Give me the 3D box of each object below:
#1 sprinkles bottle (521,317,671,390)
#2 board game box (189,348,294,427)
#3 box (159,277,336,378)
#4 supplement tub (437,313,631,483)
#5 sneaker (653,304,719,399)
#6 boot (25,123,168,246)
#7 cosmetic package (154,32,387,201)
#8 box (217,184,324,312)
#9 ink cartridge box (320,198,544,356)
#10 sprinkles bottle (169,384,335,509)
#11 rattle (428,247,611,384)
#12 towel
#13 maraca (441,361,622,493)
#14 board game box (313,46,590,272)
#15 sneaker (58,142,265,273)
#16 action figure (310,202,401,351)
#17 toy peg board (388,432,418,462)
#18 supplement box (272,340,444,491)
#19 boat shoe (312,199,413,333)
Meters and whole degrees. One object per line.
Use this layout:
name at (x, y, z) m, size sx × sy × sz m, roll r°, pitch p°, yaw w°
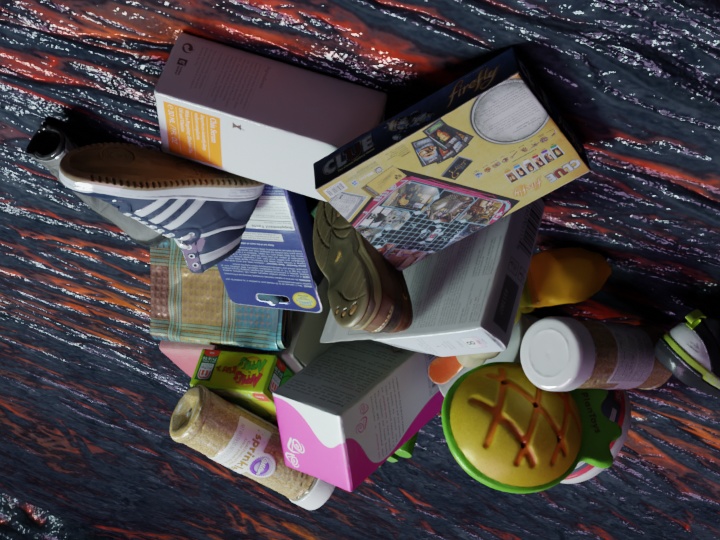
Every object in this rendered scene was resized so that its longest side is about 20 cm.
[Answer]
sprinkles bottle at (0.239, 0.084, 1.206) m, size 0.068 × 0.069 × 0.199 m, roll -7°, pitch 172°, yaw 40°
board game box at (-0.103, 0.161, 1.418) m, size 0.100 × 0.048 × 0.200 m, roll 3°, pitch 150°, yaw 29°
box at (-0.117, 0.067, 1.446) m, size 0.198 × 0.129 × 0.109 m, roll 0°, pitch 149°, yaw 31°
supplement tub at (0.195, 0.137, 1.361) m, size 0.199 × 0.142 × 0.140 m, roll 36°, pitch 149°, yaw -31°
sneaker at (0.373, 0.083, 1.221) m, size 0.199 × 0.083 × 0.072 m, roll 18°, pitch -157°, yaw -48°
boot at (-0.271, -0.093, 1.271) m, size 0.199 × 0.070 × 0.131 m, roll 11°, pitch 156°, yaw 49°
cosmetic package at (-0.081, -0.133, 1.109) m, size 0.198 × 0.072 × 0.102 m, roll 16°, pitch 153°, yaw 4°
box at (-0.108, -0.046, 1.268) m, size 0.120 × 0.033 × 0.202 m, roll 5°, pitch 129°, yaw 25°
ink cartridge box at (0.069, 0.004, 1.165) m, size 0.199 × 0.164 × 0.057 m, roll -12°, pitch 140°, yaw 44°
sprinkles bottle at (-0.118, 0.201, 1.371) m, size 0.199 × 0.069 × 0.068 m, roll 33°, pitch 150°, yaw -28°
rattle at (0.154, 0.044, 1.264) m, size 0.141 × 0.131 × 0.201 m, roll -18°, pitch 142°, yaw -20°
towel at (-0.162, 0.013, 1.375) m, size 0.198 × 0.149 × 0.022 m, roll 2°, pitch -177°, yaw 32°
maraca at (0.172, 0.152, 1.217) m, size 0.198 × 0.139 × 0.107 m, roll -5°, pitch 156°, yaw -25°
board game box at (0.078, -0.088, 1.038) m, size 0.199 × 0.035 × 0.135 m, roll -28°, pitch 134°, yaw 21°
sneaker at (-0.193, -0.057, 1.163) m, size 0.198 × 0.070 × 0.109 m, roll 1°, pitch 130°, yaw -25°
action figure at (0.000, 0.000, 1.301) m, size 0.118 × 0.055 × 0.201 m, roll 38°, pitch 162°, yaw 52°
toy peg board at (-0.014, 0.186, 1.639) m, size 0.198 × 0.099 × 0.200 m, roll 28°, pitch 152°, yaw -19°
supplement box at (0.007, 0.140, 1.362) m, size 0.102 × 0.200 × 0.102 m, roll 14°, pitch 124°, yaw 35°
boat shoe at (0.003, -0.016, 1.157) m, size 0.067 × 0.201 × 0.072 m, roll 19°, pitch 126°, yaw -29°
